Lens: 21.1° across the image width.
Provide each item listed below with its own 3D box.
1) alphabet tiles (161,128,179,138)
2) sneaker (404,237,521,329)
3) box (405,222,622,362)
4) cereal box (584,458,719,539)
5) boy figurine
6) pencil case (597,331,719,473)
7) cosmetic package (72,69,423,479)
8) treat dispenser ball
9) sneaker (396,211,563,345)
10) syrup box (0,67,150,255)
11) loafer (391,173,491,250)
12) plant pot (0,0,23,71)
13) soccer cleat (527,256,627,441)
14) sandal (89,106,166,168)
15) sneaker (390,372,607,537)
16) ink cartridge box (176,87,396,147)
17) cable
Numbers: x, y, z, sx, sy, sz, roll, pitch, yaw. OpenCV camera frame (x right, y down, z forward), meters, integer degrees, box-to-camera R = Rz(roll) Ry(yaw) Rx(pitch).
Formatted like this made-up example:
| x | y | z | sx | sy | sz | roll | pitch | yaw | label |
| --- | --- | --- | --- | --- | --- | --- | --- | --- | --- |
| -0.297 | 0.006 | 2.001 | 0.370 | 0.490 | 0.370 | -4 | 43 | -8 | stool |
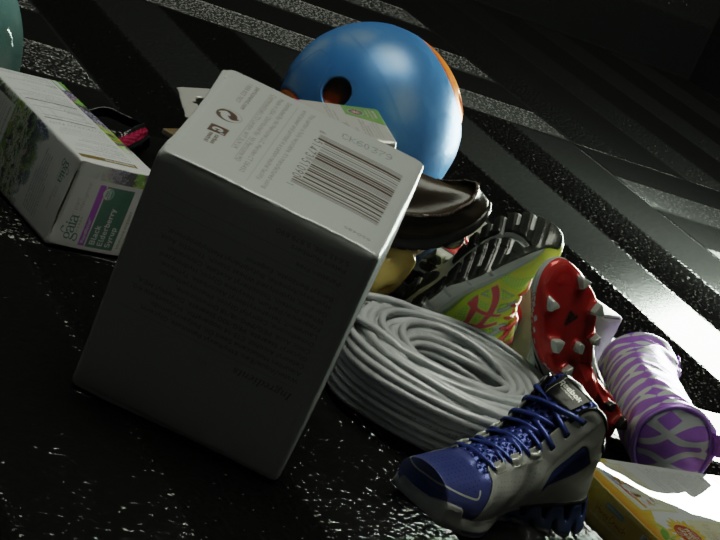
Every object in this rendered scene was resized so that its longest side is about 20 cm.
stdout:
| x | y | z | sx | sy | sz | roll | pitch | yaw | label |
| --- | --- | --- | --- | --- | --- | --- | --- | --- | --- |
| -0.093 | -0.091 | 1.885 | 0.199 | 0.008 | 0.167 | 31 | 17 | 22 | alphabet tiles |
| 0.082 | -0.018 | 1.828 | 0.200 | 0.077 | 0.085 | 40 | 51 | 16 | sneaker |
| 0.145 | 0.027 | 1.876 | 0.095 | 0.078 | 0.200 | 7 | 24 | -48 | box |
| 0.269 | 0.209 | 1.555 | 0.199 | 0.040 | 0.144 | 13 | 20 | -38 | cereal box |
| 0.000 | 0.000 | 1.704 | 0.199 | 0.124 | 0.065 | -30 | 96 | -39 | boy figurine |
| 0.268 | 0.122 | 1.745 | 0.085 | 0.085 | 0.200 | -9 | 21 | -1 | pencil case |
| -0.078 | 0.001 | 1.361 | 0.164 | 0.201 | 0.165 | 26 | 28 | 1 | cosmetic package |
| 0.010 | -0.162 | 2.046 | 0.199 | 0.202 | 0.201 | 23 | 16 | -7 | treat dispenser ball |
| 0.113 | 0.022 | 1.676 | 0.090 | 0.200 | 0.078 | 42 | 42 | -15 | sneaker |
| -0.262 | -0.095 | 1.655 | 0.081 | 0.079 | 0.200 | 11 | 21 | -41 | syrup box |
| 0.014 | -0.066 | 1.665 | 0.198 | 0.072 | 0.073 | 2 | 31 | 10 | loafer |
| -0.402 | -0.247 | 1.826 | 0.199 | 0.135 | 0.201 | 23 | 17 | -7 | plant pot |
| 0.170 | 0.069 | 1.648 | 0.068 | 0.201 | 0.085 | -37 | 37 | -22 | soccer cleat |
| -0.246 | -0.130 | 1.848 | 0.199 | 0.045 | 0.075 | 7 | 24 | -48 | sandal |
| 0.117 | 0.130 | 1.441 | 0.198 | 0.116 | 0.080 | 7 | 22 | -47 | sneaker |
| -0.076 | -0.117 | 1.813 | 0.198 | 0.068 | 0.117 | 7 | 19 | -12 | ink cartridge box |
| 0.068 | 0.094 | 1.569 | 0.199 | 0.070 | 0.200 | 13 | 20 | -41 | cable |
